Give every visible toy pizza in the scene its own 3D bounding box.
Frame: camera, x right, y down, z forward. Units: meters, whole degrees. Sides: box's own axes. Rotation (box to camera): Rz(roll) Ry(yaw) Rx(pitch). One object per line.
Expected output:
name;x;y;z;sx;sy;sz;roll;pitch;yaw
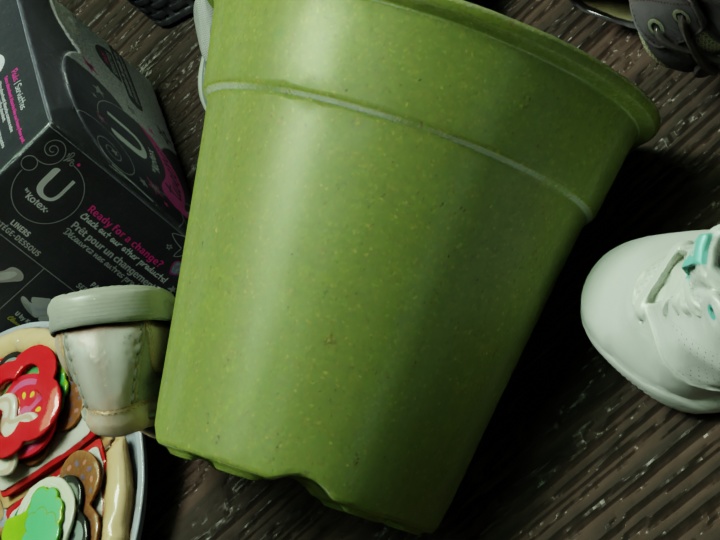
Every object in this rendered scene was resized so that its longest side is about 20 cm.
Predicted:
toy pizza;-0.184;0.121;1.012;0.199;0.032;0.202;-17;63;36

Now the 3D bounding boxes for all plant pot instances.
plant pot;0.000;0.000;0.825;0.199;0.199;0.192;10;80;54

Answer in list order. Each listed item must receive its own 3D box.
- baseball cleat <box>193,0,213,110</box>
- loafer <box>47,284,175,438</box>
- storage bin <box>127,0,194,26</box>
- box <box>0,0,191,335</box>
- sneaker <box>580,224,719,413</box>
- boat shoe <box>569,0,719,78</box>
baseball cleat;-0.050;-0.098;1.027;0.069;0.107;0.200;-17;29;-16
loafer;-0.095;0.051;0.908;0.071;0.200;0.064;-8;80;7
storage bin;-0.098;-0.270;1.261;0.135;0.094;0.201;-20;44;41
box;-0.177;-0.060;1.128;0.115;0.132;0.201;-41;35;13
sneaker;0.134;0.010;0.710;0.199;0.088;0.076;19;77;57
boat shoe;0.143;-0.111;0.834;0.065;0.072;0.200;-55;29;6
